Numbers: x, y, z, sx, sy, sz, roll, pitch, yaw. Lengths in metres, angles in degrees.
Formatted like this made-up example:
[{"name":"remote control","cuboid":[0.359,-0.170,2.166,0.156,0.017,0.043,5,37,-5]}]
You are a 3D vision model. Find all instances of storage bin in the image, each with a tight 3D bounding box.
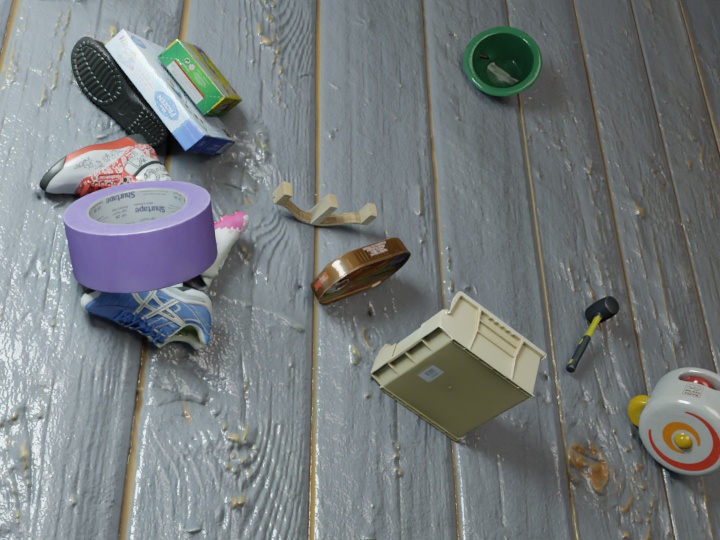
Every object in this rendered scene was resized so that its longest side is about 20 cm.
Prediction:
[{"name":"storage bin","cuboid":[0.152,0.154,1.693,0.198,0.200,0.094,36,46,-16]}]

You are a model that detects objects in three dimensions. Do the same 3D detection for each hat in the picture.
[{"name":"hat","cuboid":[0.319,-0.439,2.391,0.198,0.176,0.167,-22,75,-8]}]

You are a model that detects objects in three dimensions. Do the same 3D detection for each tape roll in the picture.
[{"name":"tape roll","cuboid":[-0.298,-0.050,1.444,0.200,0.199,0.086,-34,129,-48]}]

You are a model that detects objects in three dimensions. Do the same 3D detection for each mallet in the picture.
[{"name":"mallet","cuboid":[0.440,0.130,2.078,0.041,0.066,0.200,44,57,-6]}]

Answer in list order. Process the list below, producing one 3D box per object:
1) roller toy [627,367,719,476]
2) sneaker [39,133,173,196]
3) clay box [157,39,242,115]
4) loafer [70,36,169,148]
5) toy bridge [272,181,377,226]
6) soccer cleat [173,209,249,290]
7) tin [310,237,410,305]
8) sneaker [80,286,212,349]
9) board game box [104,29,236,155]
[{"name":"roller toy","cuboid":[0.630,0.290,2.023,0.200,0.182,0.140,50,43,-1]},{"name":"sneaker","cuboid":[-0.360,-0.127,1.544,0.108,0.067,0.201,52,39,5]},{"name":"clay box","cuboid":[-0.251,-0.304,1.693,0.115,0.047,0.200,51,6,-4]},{"name":"loafer","cuboid":[-0.370,-0.277,1.651,0.200,0.073,0.071,52,21,-10]},{"name":"toy bridge","cuboid":[-0.064,-0.102,1.783,0.199,0.067,0.027,12,54,-37]},{"name":"soccer cleat","cuboid":[-0.232,-0.021,1.589,0.200,0.070,0.087,-33,95,-43]},{"name":"tin","cuboid":[0.000,0.000,1.737,0.199,0.112,0.042,-19,65,-47]},{"name":"sneaker","cuboid":[-0.289,0.059,1.468,0.199,0.076,0.078,11,51,-34]},{"name":"board game box","cuboid":[-0.291,-0.271,1.651,0.200,0.043,0.200,53,8,1]}]
